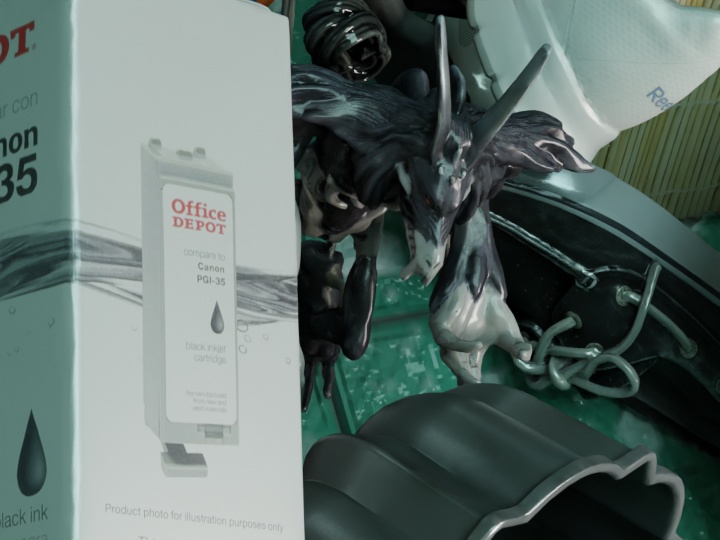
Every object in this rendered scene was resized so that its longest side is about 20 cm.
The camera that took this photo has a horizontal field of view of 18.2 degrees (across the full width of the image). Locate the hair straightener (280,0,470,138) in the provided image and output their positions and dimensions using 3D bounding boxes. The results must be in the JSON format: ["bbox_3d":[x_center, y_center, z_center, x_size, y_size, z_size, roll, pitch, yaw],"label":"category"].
[{"bbox_3d":[0.008,-0.077,0.747,0.041,0.200,0.077,11,85,10],"label":"hair straightener"}]

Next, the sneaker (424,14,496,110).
[{"bbox_3d":[0.111,-0.128,0.870,0.200,0.115,0.076,-35,87,-30],"label":"sneaker"}]

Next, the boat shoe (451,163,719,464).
[{"bbox_3d":[0.088,0.017,0.828,0.199,0.073,0.068,32,64,-28],"label":"boat shoe"}]

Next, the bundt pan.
[{"bbox_3d":[0.007,0.118,0.686,0.076,0.203,0.202,37,53,27],"label":"bundt pan"}]

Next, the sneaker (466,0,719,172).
[{"bbox_3d":[0.066,-0.137,0.766,0.074,0.087,0.201,4,63,-69],"label":"sneaker"}]

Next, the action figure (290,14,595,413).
[{"bbox_3d":[0.000,0.000,0.715,0.118,0.200,0.103,5,67,-24],"label":"action figure"}]

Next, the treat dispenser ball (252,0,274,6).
[{"bbox_3d":[-0.098,-0.161,0.733,0.200,0.201,0.202,9,66,-22],"label":"treat dispenser ball"}]

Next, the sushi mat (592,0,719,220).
[{"bbox_3d":[0.131,-0.094,0.831,0.095,0.201,0.012,-14,44,-32],"label":"sushi mat"}]

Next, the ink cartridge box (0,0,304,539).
[{"bbox_3d":[-0.092,0.032,0.618,0.083,0.146,0.201,13,69,-44],"label":"ink cartridge box"}]
